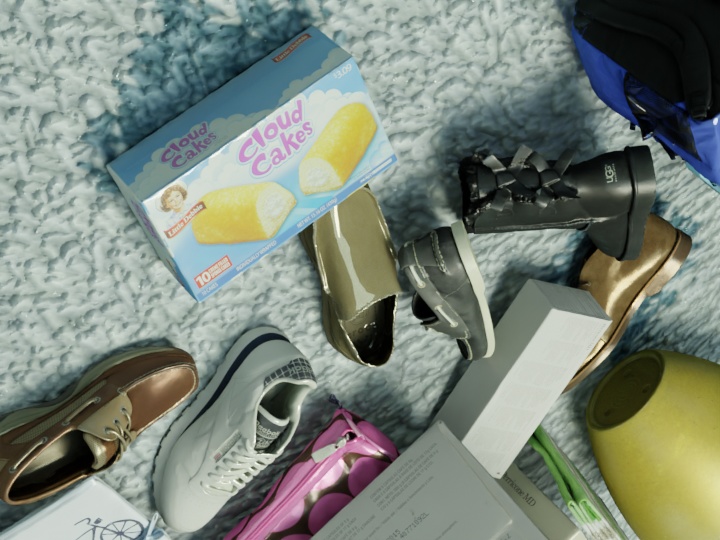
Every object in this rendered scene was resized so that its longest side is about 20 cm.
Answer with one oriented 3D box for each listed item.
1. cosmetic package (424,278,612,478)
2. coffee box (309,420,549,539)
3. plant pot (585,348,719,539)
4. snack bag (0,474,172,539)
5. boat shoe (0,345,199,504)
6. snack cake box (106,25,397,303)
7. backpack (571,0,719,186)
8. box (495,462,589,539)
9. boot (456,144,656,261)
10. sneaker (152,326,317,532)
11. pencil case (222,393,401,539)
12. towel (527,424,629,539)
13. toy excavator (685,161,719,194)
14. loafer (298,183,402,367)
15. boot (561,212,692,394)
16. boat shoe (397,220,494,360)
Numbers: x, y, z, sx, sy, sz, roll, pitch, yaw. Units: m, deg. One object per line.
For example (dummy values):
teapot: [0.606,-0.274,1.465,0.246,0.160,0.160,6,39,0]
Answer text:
cosmetic package: [0.143,0.103,1.672,0.082,0.051,0.200,13,120,-38]
coffee box: [0.082,0.296,1.592,0.200,0.200,0.198,-42,151,-4]
plant pot: [0.306,0.159,1.771,0.142,0.200,0.200,42,91,-20]
snack bag: [-0.241,0.264,1.513,0.188,0.021,0.200,-32,134,7]
boat shoe: [-0.213,0.130,1.441,0.200,0.072,0.076,-29,132,-16]
snack cake box: [-0.082,-0.084,1.397,0.200,0.067,0.115,-36,134,-11]
backpack: [0.277,-0.173,1.504,0.162,0.200,0.168,-39,143,-13]
box: [0.128,0.309,1.762,0.200,0.128,0.109,-42,134,-5]
boot: [0.167,-0.055,1.567,0.162,0.074,0.198,-6,162,1]
sneaker: [-0.108,0.147,1.522,0.076,0.080,0.200,16,110,-42]
pencil case: [-0.054,0.214,1.602,0.200,0.091,0.094,-50,166,2]
towel: [0.216,0.228,1.761,0.031,0.149,0.200,-37,133,4]
toy excavator: [0.360,-0.085,1.617,0.100,0.200,0.195,31,98,-43]
loafer: [0.000,0.000,1.509,0.076,0.067,0.201,-28,131,-17]
boot: [0.223,0.027,1.703,0.075,0.074,0.200,33,101,-16]
boat shoe: [0.076,0.024,1.571,0.067,0.072,0.200,-22,150,0]
